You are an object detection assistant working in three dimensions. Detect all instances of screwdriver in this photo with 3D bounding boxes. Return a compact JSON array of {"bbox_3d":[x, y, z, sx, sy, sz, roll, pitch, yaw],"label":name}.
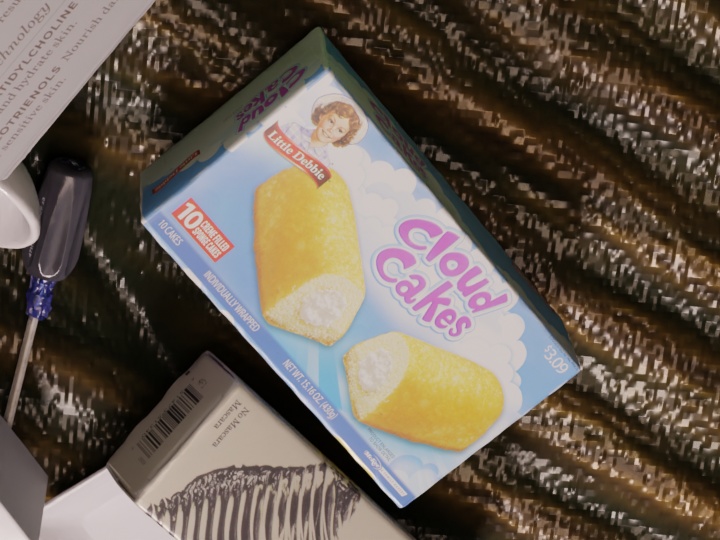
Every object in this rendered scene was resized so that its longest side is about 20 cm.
[{"bbox_3d":[-0.161,0.038,1.284,0.029,0.028,0.201,19,113,18],"label":"screwdriver"}]

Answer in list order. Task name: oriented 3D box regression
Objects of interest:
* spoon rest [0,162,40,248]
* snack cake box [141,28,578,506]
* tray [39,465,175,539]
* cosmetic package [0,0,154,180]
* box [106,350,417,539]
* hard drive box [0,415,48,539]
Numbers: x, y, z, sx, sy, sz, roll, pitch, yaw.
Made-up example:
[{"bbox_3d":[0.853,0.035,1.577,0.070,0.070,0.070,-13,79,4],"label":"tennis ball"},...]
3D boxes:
[{"bbox_3d":[-0.233,-0.070,1.206,0.200,0.099,0.061,39,68,-12],"label":"spoon rest"},{"bbox_3d":[0.000,0.000,1.254,0.115,0.067,0.200,-38,110,10],"label":"snack cake box"},{"bbox_3d":[-0.074,0.171,1.346,0.107,0.022,0.200,-32,111,8],"label":"tray"},{"bbox_3d":[-0.200,-0.165,1.079,0.166,0.168,0.200,-47,152,13],"label":"cosmetic package"},{"bbox_3d":[-0.027,0.137,1.291,0.200,0.068,0.082,42,86,-22],"label":"box"},{"bbox_3d":[-0.278,0.110,1.266,0.199,0.077,0.156,-32,111,11],"label":"hard drive box"}]
